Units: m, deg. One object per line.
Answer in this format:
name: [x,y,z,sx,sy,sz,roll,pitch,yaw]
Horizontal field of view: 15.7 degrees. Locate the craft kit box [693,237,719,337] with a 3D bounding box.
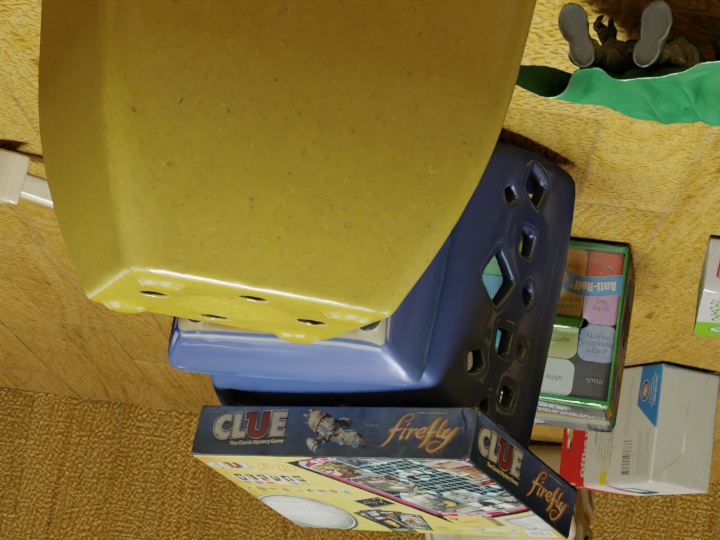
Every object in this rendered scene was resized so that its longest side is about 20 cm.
craft kit box: [0.346,0.024,1.918,0.197,0.049,0.200,9,171,7]

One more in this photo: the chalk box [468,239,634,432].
chalk box: [0.136,0.042,1.959,0.124,0.124,0.200,8,170,8]

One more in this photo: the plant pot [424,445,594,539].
plant pot: [0.192,0.296,3.297,0.183,0.201,0.200,-7,166,18]

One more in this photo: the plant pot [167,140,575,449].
plant pot: [0.000,0.000,1.618,0.199,0.201,0.180,3,163,27]

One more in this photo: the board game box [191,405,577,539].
board game box: [0.015,0.123,1.610,0.199,0.035,0.135,-1,155,32]

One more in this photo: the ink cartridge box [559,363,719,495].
ink cartridge box: [0.269,0.158,2.556,0.067,0.117,0.200,11,171,-21]

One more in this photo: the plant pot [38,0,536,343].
plant pot: [-0.041,-0.077,1.143,0.195,0.201,0.194,9,171,-15]

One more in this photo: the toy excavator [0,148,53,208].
toy excavator: [-0.154,-0.033,1.864,0.199,0.100,0.194,11,174,44]

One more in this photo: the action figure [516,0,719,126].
action figure: [0.152,-0.098,1.305,0.118,0.055,0.200,3,176,20]
